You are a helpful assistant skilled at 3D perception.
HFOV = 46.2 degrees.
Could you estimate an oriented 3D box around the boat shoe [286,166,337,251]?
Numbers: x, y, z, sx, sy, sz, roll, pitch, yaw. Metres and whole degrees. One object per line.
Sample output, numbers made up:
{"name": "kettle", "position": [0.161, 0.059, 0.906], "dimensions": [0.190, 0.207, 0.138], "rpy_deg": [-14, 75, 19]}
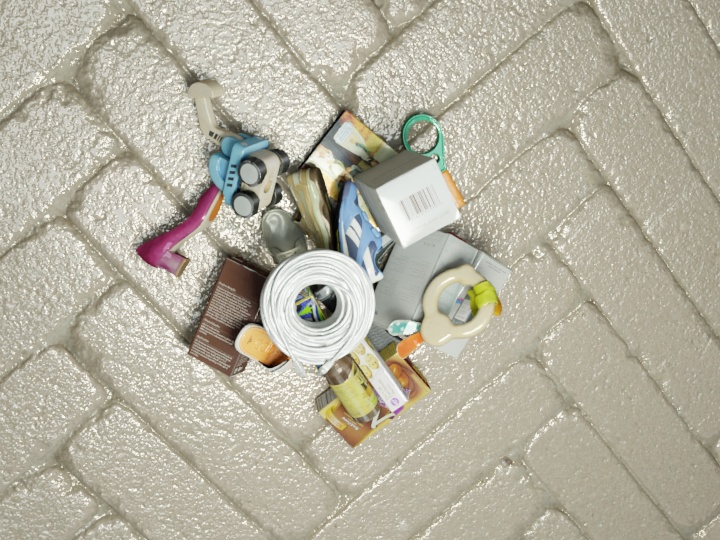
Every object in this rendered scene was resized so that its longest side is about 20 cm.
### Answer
{"name": "boat shoe", "position": [-0.089, -0.097, 1.570], "dimensions": [0.076, 0.072, 0.200], "rpy_deg": [-8, 117, 12]}

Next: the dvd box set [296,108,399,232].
{"name": "dvd box set", "position": [0.002, -0.183, 1.587], "dimensions": [0.200, 0.029, 0.146], "rpy_deg": [38, 93, -17]}

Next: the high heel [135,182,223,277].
{"name": "high heel", "position": [-0.324, -0.092, 1.533], "dimensions": [0.096, 0.067, 0.200], "rpy_deg": [29, 94, 5]}

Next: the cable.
{"name": "cable", "position": [-0.073, 0.060, 1.458], "dimensions": [0.200, 0.069, 0.200], "rpy_deg": [-36, 102, -1]}

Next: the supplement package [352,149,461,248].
{"name": "supplement package", "position": [0.078, -0.131, 1.493], "dimensions": [0.117, 0.200, 0.118], "rpy_deg": [-28, 106, -4]}

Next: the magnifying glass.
{"name": "magnifying glass", "position": [0.145, -0.207, 1.617], "dimensions": [0.079, 0.022, 0.200], "rpy_deg": [-32, 109, -3]}

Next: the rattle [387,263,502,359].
{"name": "rattle", "position": [0.150, 0.088, 1.499], "dimensions": [0.130, 0.143, 0.200], "rpy_deg": [45, 91, 5]}

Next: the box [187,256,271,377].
{"name": "box", "position": [-0.232, 0.084, 1.565], "dimensions": [0.100, 0.075, 0.200], "rpy_deg": [26, 100, 11]}

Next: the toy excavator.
{"name": "toy excavator", "position": [-0.231, -0.215, 1.491], "dimensions": [0.200, 0.100, 0.195], "rpy_deg": [27, 121, 17]}

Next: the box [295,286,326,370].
{"name": "box", "position": [-0.091, 0.105, 1.578], "dimensions": [0.064, 0.070, 0.200], "rpy_deg": [-27, 132, -3]}

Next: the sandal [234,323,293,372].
{"name": "sandal", "position": [-0.158, 0.154, 1.563], "dimensions": [0.079, 0.059, 0.207], "rpy_deg": [-60, 151, 1]}

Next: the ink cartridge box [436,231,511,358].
{"name": "ink cartridge box", "position": [0.177, 0.044, 1.617], "dimensions": [0.085, 0.148, 0.200], "rpy_deg": [27, 98, -28]}

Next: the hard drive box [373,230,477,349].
{"name": "hard drive box", "position": [0.108, 0.027, 1.572], "dimensions": [0.077, 0.156, 0.200], "rpy_deg": [27, 85, -31]}

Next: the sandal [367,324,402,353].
{"name": "sandal", "position": [0.017, 0.117, 1.664], "dimensions": [0.076, 0.043, 0.200], "rpy_deg": [-39, 118, 7]}

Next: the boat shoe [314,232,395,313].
{"name": "boat shoe", "position": [0.000, 0.000, 1.598], "dimensions": [0.200, 0.069, 0.057], "rpy_deg": [-42, 100, -14]}

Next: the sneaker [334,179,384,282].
{"name": "sneaker", "position": [-0.003, -0.066, 1.538], "dimensions": [0.082, 0.074, 0.201], "rpy_deg": [-4, 85, -8]}

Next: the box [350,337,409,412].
{"name": "box", "position": [0.019, 0.173, 1.599], "dimensions": [0.041, 0.039, 0.200], "rpy_deg": [-35, 90, 9]}

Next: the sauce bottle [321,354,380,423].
{"name": "sauce bottle", "position": [-0.031, 0.197, 1.568], "dimensions": [0.065, 0.065, 0.200], "rpy_deg": [-32, 120, -3]}

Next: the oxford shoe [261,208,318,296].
{"name": "oxford shoe", "position": [-0.127, -0.023, 1.586], "dimensions": [0.075, 0.058, 0.200], "rpy_deg": [-21, 106, -5]}

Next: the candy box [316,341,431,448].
{"name": "candy box", "position": [0.025, 0.247, 1.670], "dimensions": [0.200, 0.056, 0.117], "rpy_deg": [-38, 112, 9]}
